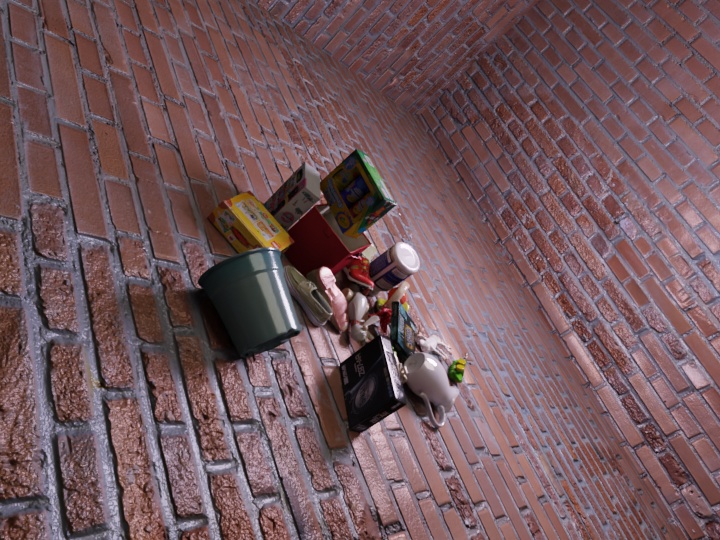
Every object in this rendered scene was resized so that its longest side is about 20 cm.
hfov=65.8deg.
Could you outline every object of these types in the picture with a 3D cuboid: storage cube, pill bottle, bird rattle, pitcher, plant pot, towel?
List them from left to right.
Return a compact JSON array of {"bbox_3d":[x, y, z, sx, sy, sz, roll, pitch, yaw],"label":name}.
[{"bbox_3d":[-0.238,0.079,1.265,0.200,0.200,0.196,-4,65,-60],"label":"plant pot"},{"bbox_3d":[-0.108,-0.081,1.688,0.200,0.180,0.171,53,25,5],"label":"storage cube"},{"bbox_3d":[-0.021,-0.121,2.050,0.200,0.036,0.148,48,25,-6],"label":"towel"},{"bbox_3d":[0.091,0.000,1.861,0.116,0.200,0.116,27,45,-31],"label":"pill bottle"},{"bbox_3d":[0.099,0.102,1.818,0.113,0.163,0.200,36,13,14],"label":"bird rattle"},{"bbox_3d":[0.212,0.363,1.700,0.200,0.121,0.172,51,36,-25],"label":"pitcher"}]

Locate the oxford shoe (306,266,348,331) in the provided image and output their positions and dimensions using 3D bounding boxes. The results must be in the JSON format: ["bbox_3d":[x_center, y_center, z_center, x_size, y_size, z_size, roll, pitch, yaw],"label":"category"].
[{"bbox_3d":[-0.094,0.086,1.615,0.071,0.074,0.200,-31,103,-51],"label":"oxford shoe"}]

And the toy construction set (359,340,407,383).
[{"bbox_3d":[0.067,0.264,1.607,0.131,0.092,0.200,38,6,36],"label":"toy construction set"}]

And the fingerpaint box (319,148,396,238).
[{"bbox_3d":[-0.014,-0.224,1.631,0.073,0.167,0.200,15,43,-54],"label":"fingerpaint box"}]

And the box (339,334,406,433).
[{"bbox_3d":[0.027,0.289,1.430,0.043,0.160,0.200,31,32,-37],"label":"box"}]

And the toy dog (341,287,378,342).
[{"bbox_3d":[0.005,0.121,1.679,0.132,0.096,0.200,24,30,-47],"label":"toy dog"}]

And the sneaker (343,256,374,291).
[{"bbox_3d":[0.000,0.000,1.802,0.077,0.085,0.200,32,8,-29],"label":"sneaker"}]

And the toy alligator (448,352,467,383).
[{"bbox_3d":[0.350,0.346,2.008,0.054,0.059,0.200,11,23,13],"label":"toy alligator"}]

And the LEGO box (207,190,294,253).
[{"bbox_3d":[-0.297,-0.111,1.537,0.200,0.077,0.149,49,26,-2],"label":"LEGO box"}]

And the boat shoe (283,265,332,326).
[{"bbox_3d":[-0.147,0.062,1.566,0.200,0.062,0.072,54,25,8],"label":"boat shoe"}]

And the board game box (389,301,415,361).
[{"bbox_3d":[0.135,0.197,1.748,0.200,0.028,0.136,54,35,-56],"label":"board game box"}]

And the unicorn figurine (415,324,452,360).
[{"bbox_3d":[0.247,0.263,1.943,0.137,0.074,0.200,47,10,16],"label":"unicorn figurine"}]

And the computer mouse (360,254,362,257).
[{"bbox_3d":[-0.001,-0.025,1.967,0.200,0.034,0.059,56,40,-5],"label":"computer mouse"}]

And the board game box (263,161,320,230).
[{"bbox_3d":[-0.209,-0.209,1.670,0.064,0.200,0.148,35,29,-28],"label":"board game box"}]

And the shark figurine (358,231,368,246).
[{"bbox_3d":[-0.015,-0.093,1.819,0.128,0.215,0.089,41,51,19],"label":"shark figurine"}]
